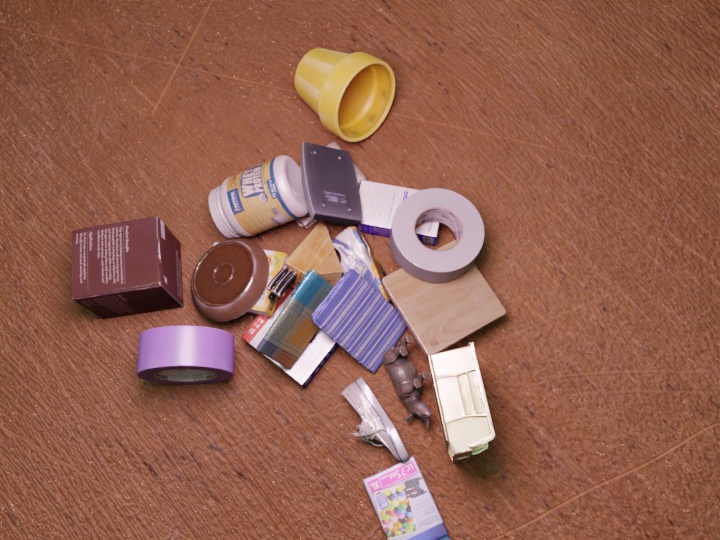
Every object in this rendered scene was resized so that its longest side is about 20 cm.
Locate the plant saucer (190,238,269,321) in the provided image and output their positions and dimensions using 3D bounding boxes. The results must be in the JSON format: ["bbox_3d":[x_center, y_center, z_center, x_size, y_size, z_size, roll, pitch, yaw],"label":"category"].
[{"bbox_3d":[-0.298,0.013,1.641,0.199,0.034,0.201,-9,65,19],"label":"plant saucer"}]

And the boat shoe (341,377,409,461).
[{"bbox_3d":[0.020,0.327,1.549,0.086,0.075,0.202,-33,68,-5],"label":"boat shoe"}]

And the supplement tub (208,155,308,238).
[{"bbox_3d":[-0.227,-0.162,1.677,0.199,0.145,0.145,-20,70,17],"label":"supplement tub"}]

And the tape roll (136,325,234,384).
[{"bbox_3d":[-0.368,0.182,1.563,0.199,0.200,0.085,-3,71,4],"label":"tape roll"}]

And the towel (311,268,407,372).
[{"bbox_3d":[0.001,0.109,1.594,0.200,0.024,0.145,44,75,-25],"label":"towel"}]

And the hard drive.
[{"bbox_3d":[-0.071,-0.193,1.674,0.134,0.042,0.201,7,56,-28],"label":"hard drive"}]

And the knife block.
[{"bbox_3d":[-0.137,-0.006,1.621,0.175,0.064,0.201,-5,52,-22],"label":"knife block"}]

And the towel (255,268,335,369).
[{"bbox_3d":[-0.127,0.102,1.541,0.022,0.147,0.200,31,82,32],"label":"towel"}]

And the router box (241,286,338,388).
[{"bbox_3d":[-0.132,0.127,1.642,0.179,0.049,0.200,35,77,15],"label":"router box"}]

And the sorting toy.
[{"bbox_3d":[0.177,0.067,1.617,0.199,0.070,0.199,-27,71,-14],"label":"sorting toy"}]

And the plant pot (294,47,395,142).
[{"bbox_3d":[-0.050,-0.436,1.760,0.189,0.201,0.201,36,77,29],"label":"plant pot"}]

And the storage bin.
[{"bbox_3d":[0.201,0.271,1.486,0.093,0.200,0.199,-12,71,2],"label":"storage bin"}]

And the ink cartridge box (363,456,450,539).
[{"bbox_3d":[0.098,0.497,1.504,0.119,0.042,0.201,-24,73,-3],"label":"ink cartridge box"}]

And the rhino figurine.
[{"bbox_3d":[0.106,0.244,1.569,0.060,0.087,0.201,-7,68,-38],"label":"rhino figurine"}]

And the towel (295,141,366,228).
[{"bbox_3d":[-0.097,-0.202,1.759,0.200,0.034,0.133,-38,75,-7],"label":"towel"}]

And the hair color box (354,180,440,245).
[{"bbox_3d":[0.088,-0.133,1.705,0.199,0.065,0.110,11,72,10],"label":"hair color box"}]

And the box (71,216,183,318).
[{"bbox_3d":[-0.519,-0.002,1.655,0.199,0.164,0.167,-8,70,1],"label":"box"}]

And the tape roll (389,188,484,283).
[{"bbox_3d":[0.165,-0.076,1.604,0.199,0.066,0.201,1,67,-2],"label":"tape roll"}]

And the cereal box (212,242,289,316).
[{"bbox_3d":[-0.266,0.018,1.668,0.199,0.040,0.144,9,71,26],"label":"cereal box"}]

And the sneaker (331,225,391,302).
[{"bbox_3d":[0.000,0.000,1.673,0.088,0.075,0.201,-32,69,11],"label":"sneaker"}]
